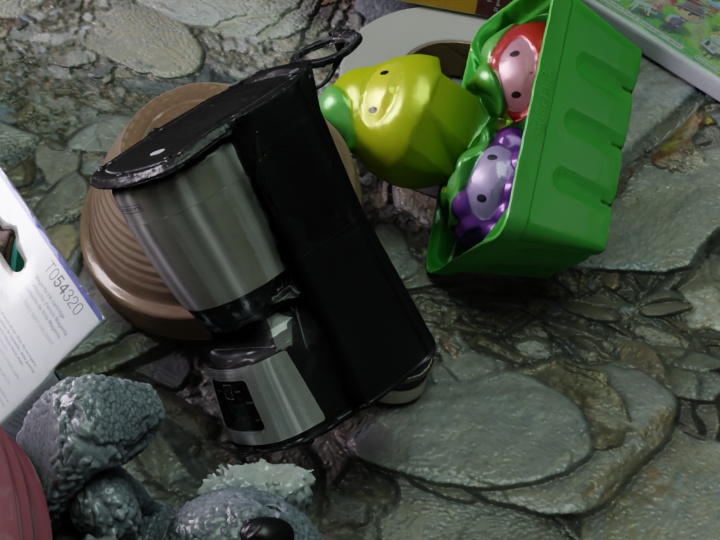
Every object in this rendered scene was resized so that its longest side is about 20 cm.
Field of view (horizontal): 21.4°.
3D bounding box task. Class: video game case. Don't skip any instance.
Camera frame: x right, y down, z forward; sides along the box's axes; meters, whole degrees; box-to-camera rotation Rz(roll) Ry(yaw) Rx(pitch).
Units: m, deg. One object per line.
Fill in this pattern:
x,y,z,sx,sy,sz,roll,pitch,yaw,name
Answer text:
0.298,-0.228,1.647,0.200,0.022,0.182,36,49,24,video game case

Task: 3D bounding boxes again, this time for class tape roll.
0.078,-0.133,1.494,0.201,0.037,0.204,6,44,-6,tape roll

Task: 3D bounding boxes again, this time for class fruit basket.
0.077,-0.104,1.353,0.214,0.155,0.217,6,75,-22,fruit basket

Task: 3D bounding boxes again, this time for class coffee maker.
-0.037,-0.015,1.176,0.191,0.201,0.135,-29,17,-7,coffee maker

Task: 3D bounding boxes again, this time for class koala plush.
-0.102,0.169,1.077,0.199,0.184,0.178,3,59,-34,koala plush

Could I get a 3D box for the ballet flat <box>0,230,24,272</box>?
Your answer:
-0.242,0.056,1.219,0.071,0.069,0.201,-13,48,0,ballet flat

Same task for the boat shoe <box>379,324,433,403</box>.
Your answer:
0.000,0.000,1.321,0.072,0.063,0.201,-9,47,-20,boat shoe

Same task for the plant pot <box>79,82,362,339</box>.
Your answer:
-0.105,-0.060,1.294,0.199,0.093,0.202,-9,51,11,plant pot

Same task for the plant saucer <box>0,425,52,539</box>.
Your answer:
-0.219,0.163,1.023,0.051,0.201,0.201,5,40,-35,plant saucer

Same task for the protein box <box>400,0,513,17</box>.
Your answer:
0.063,-0.322,1.588,0.199,0.136,0.199,10,32,-1,protein box

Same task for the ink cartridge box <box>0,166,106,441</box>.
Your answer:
-0.258,0.041,1.162,0.200,0.043,0.197,-42,56,5,ink cartridge box
